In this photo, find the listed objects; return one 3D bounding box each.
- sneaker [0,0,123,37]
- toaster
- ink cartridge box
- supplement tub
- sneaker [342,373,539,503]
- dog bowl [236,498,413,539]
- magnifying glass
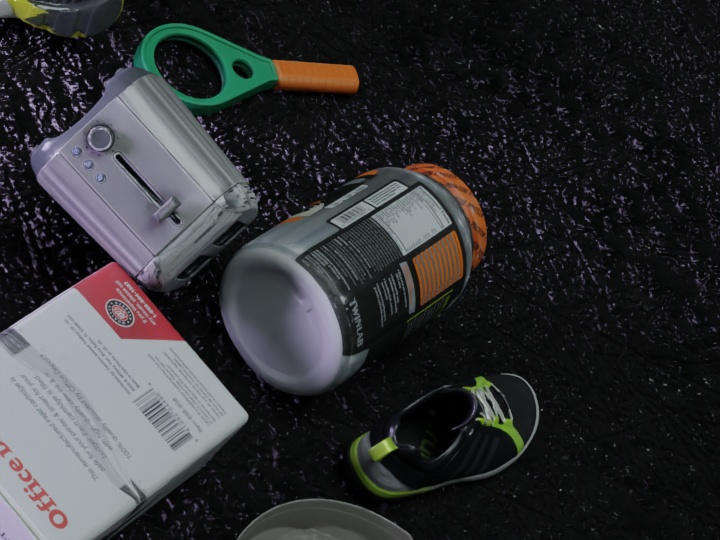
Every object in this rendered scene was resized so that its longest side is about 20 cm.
[{"bbox_3d":[-0.279,-0.229,1.699,0.199,0.075,0.085,16,25,-18],"label":"sneaker"},{"bbox_3d":[-0.148,-0.060,1.594,0.114,0.200,0.129,-42,89,-1],"label":"toaster"},{"bbox_3d":[-0.195,0.107,1.482,0.144,0.084,0.200,49,44,6],"label":"ink cartridge box"},{"bbox_3d":[0.000,0.000,1.669,0.123,0.123,0.200,50,45,8],"label":"supplement tub"},{"bbox_3d":[0.075,0.117,1.660,0.200,0.083,0.072,-23,73,-43],"label":"sneaker"},{"bbox_3d":[-0.018,0.255,1.511,0.199,0.059,0.201,19,49,-23],"label":"dog bowl"},{"bbox_3d":[-0.089,-0.157,1.800,0.199,0.022,0.080,-1,58,-33],"label":"magnifying glass"}]
